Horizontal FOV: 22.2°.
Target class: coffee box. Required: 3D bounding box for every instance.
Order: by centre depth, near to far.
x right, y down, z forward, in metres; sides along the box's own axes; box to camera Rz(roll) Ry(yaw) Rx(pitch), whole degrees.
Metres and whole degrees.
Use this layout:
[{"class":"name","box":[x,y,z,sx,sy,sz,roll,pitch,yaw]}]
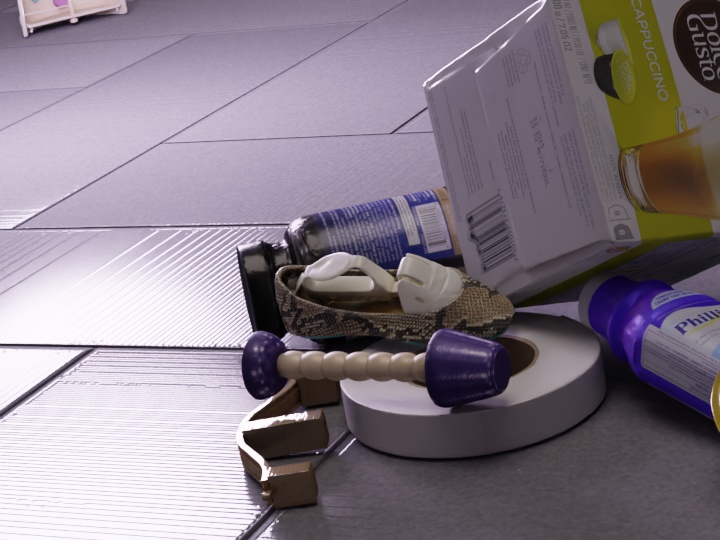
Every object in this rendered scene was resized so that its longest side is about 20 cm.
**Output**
[{"class":"coffee box","box":[0.198,-0.094,1.447,0.197,0.201,0.200,-6,-13,-29]}]

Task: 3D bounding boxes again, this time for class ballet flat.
[{"class":"ballet flat","box":[0.018,0.019,1.431,0.199,0.076,0.068,1,43,28]}]

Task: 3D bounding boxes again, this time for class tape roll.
[{"class":"tape roll","box":[0.085,0.083,1.386,0.202,0.037,0.203,-9,18,3]}]

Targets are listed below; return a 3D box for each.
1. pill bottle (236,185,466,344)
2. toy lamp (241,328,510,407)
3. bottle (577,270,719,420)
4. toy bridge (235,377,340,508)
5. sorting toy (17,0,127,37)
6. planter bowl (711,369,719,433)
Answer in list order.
[{"class":"pill bottle","box":[0.000,0.000,1.559,0.199,0.112,0.112,-11,18,-7]},{"class":"toy lamp","box":[0.011,0.070,1.319,0.199,0.059,0.058,-3,19,28]},{"class":"bottle","box":[0.235,0.053,1.312,0.083,0.066,0.200,-13,26,-29]},{"class":"toy bridge","box":[-0.057,0.123,1.356,0.067,0.027,0.200,-10,18,8]},{"class":"sorting toy","box":[-0.548,-0.539,3.352,0.199,0.181,0.107,-16,19,-21]},{"class":"planter bowl","box":[0.325,0.064,1.142,0.199,0.084,0.201,3,35,-2]}]
